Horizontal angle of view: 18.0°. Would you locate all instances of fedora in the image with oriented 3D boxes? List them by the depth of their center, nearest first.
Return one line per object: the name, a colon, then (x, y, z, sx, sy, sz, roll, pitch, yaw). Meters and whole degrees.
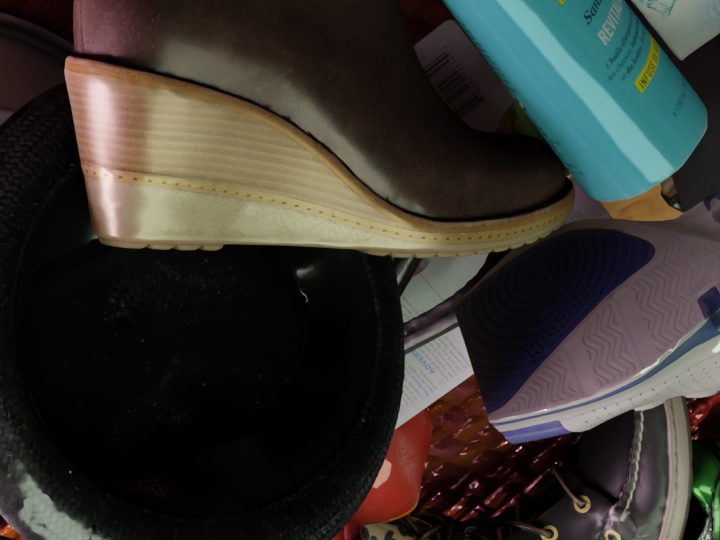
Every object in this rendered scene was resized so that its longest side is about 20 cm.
fedora: (-0.080, 0.023, 0.786, 0.201, 0.201, 0.092, 16, 160, -42)

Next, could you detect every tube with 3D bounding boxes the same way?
tube: (0.040, -0.108, 0.736, 0.050, 0.077, 0.200, -27, 121, 26)

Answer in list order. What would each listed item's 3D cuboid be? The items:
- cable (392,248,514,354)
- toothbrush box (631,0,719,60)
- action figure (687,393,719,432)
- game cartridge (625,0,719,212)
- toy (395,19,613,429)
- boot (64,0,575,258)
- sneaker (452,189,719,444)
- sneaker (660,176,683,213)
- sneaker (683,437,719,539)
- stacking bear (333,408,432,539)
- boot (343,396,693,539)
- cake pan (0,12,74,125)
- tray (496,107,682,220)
cable: (-0.022, 0.040, 0.858, 0.200, 0.097, 0.050, -26, 168, 26)
toothbrush box: (0.109, -0.181, 0.741, 0.146, 0.085, 0.200, -34, 143, 12)
action figure: (0.190, 0.092, 1.083, 0.099, 0.065, 0.200, -6, 106, -35)
game cartridge: (0.184, -0.111, 0.823, 0.200, 0.133, 0.042, -36, 143, 27)
toy: (0.000, 0.000, 0.898, 0.200, 0.115, 0.047, -36, -173, 25)
boot: (-0.002, -0.090, 0.748, 0.200, 0.072, 0.166, -1, 98, -36)
sneaker: (0.143, 0.020, 0.803, 0.199, 0.081, 0.115, -27, 135, 17)
sneaker: (0.194, -0.097, 0.891, 0.070, 0.093, 0.200, 18, 136, -39)
sneaker: (0.144, 0.159, 1.186, 0.085, 0.078, 0.200, 16, 117, -33)
stacking bear: (-0.054, 0.111, 0.978, 0.200, 0.121, 0.114, -40, 101, 0)
boot: (0.069, 0.125, 1.084, 0.151, 0.073, 0.200, 3, 119, -16)
cake pan: (-0.172, -0.009, 0.820, 0.200, 0.037, 0.200, -16, 142, -13)
tray: (0.110, -0.020, 0.974, 0.200, 0.037, 0.099, 5, 133, -33)
